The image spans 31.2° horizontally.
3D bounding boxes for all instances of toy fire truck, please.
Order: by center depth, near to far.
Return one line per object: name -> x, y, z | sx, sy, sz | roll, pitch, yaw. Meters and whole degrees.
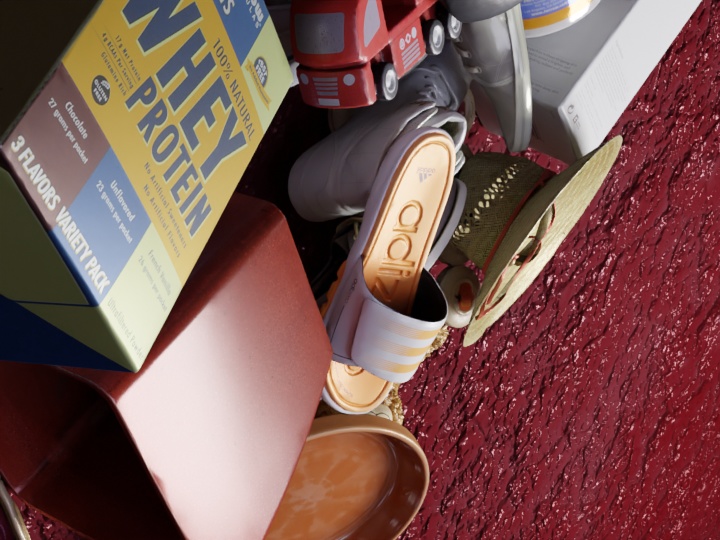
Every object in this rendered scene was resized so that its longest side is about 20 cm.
toy fire truck -> 0.017, -0.194, 0.740 | 0.200, 0.048, 0.143 | -48, 133, -47

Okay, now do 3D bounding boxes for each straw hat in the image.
straw hat -> 0.109, -0.046, 0.991 | 0.202, 0.085, 0.202 | -49, 166, -17

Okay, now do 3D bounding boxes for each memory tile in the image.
memory tile -> 0.038, -0.047, 1.003 | 0.152, 0.017, 0.203 | -8, 99, -40

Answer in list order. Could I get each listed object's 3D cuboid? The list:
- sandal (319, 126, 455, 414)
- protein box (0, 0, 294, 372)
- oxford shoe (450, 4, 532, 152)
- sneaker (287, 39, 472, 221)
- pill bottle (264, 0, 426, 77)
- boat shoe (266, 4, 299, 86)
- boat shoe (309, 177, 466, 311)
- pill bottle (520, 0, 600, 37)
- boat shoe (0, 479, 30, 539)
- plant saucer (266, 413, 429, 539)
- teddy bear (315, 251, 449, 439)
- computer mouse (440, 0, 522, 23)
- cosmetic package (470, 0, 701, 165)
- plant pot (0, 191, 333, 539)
sandal -> 0.025, 0.011, 0.847 | 0.078, 0.059, 0.209 | 0, 115, -38
protein box -> -0.170, -0.077, 0.620 | 0.136, 0.196, 0.201 | 67, 35, -42
oxford shoe -> 0.086, -0.173, 0.912 | 0.057, 0.076, 0.202 | -15, 125, 2
sneaker -> 0.049, -0.105, 0.924 | 0.200, 0.115, 0.074 | -49, 119, -28
pill bottle -> -0.029, -0.215, 0.818 | 0.112, 0.111, 0.201 | -51, 139, -16
boat shoe -> -0.098, -0.134, 0.769 | 0.197, 0.071, 0.071 | -18, 116, 4
boat shoe -> 0.000, 0.000, 0.923 | 0.059, 0.072, 0.201 | 41, 81, -19
pill bottle -> 0.110, -0.280, 0.938 | 0.112, 0.111, 0.201 | -47, 137, -19
boat shoe -> -0.252, 0.130, 0.780 | 0.074, 0.069, 0.201 | -41, 135, -16
plant saucer -> -0.041, 0.184, 1.024 | 0.198, 0.032, 0.202 | -16, 137, -15
teddy bear -> 0.011, 0.057, 1.039 | 0.144, 0.066, 0.202 | 23, 91, -48
computer mouse -> 0.097, -0.227, 0.777 | 0.140, 0.052, 0.201 | 72, 33, -42
cosmetic package -> 0.186, -0.198, 1.066 | 0.201, 0.112, 0.081 | -50, 140, -14
plant pot -> -0.129, 0.050, 0.793 | 0.177, 0.198, 0.201 | -49, 139, -30
